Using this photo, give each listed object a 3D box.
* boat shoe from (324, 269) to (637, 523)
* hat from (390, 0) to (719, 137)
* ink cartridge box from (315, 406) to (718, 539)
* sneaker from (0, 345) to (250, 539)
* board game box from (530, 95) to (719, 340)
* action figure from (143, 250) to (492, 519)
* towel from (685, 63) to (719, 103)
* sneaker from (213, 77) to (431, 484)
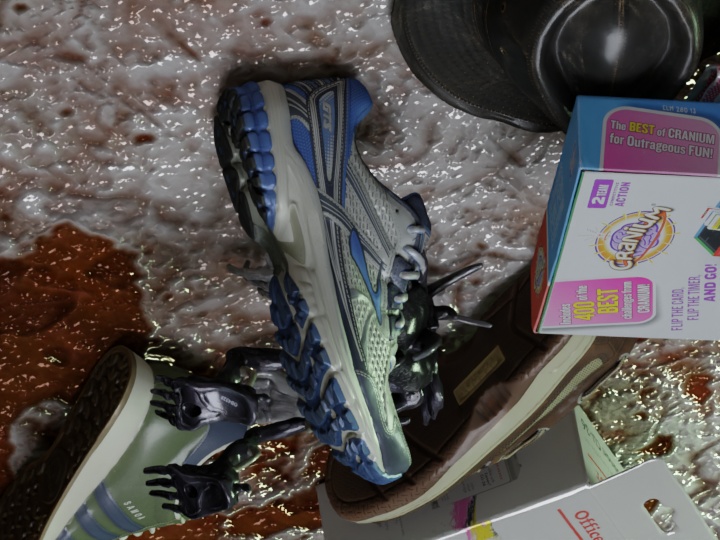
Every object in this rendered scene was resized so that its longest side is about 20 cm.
[{"bbox_3d":[0.069,0.078,1.601,0.075,0.075,0.202,20,133,-42],"label":"boat shoe"},{"bbox_3d":[0.111,-0.110,1.364,0.200,0.081,0.201,-8,143,-6],"label":"hat"},{"bbox_3d":[0.090,0.141,1.689,0.200,0.068,0.117,-20,142,14],"label":"ink cartridge box"},{"bbox_3d":[-0.131,0.124,1.608,0.090,0.067,0.200,17,131,-25],"label":"sneaker"},{"bbox_3d":[0.188,-0.020,1.389,0.199,0.040,0.153,3,149,-5],"label":"board game box"},{"bbox_3d":[-0.026,0.043,1.509,0.200,0.102,0.119,-30,128,-39],"label":"action figure"},{"bbox_3d":[0.226,-0.054,1.436,0.200,0.030,0.146,1,151,-24],"label":"towel"},{"bbox_3d":[0.000,0.000,1.405,0.085,0.200,0.077,-17,-179,-16],"label":"sneaker"}]
